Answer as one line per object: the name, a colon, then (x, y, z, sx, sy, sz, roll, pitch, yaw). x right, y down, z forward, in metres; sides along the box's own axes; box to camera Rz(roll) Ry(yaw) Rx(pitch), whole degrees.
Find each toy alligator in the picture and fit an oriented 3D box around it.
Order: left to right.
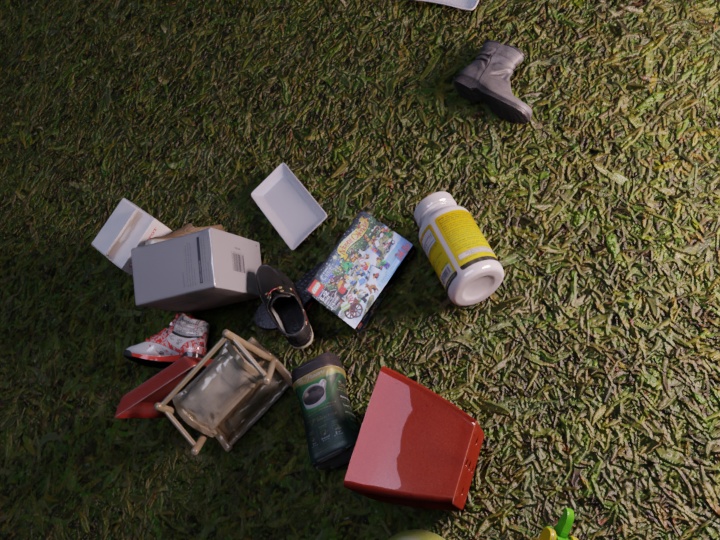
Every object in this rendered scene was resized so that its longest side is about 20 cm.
toy alligator: (0.295, 0.472, 1.310, 0.054, 0.058, 0.205, -24, 49, 66)

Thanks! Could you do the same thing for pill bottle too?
pill bottle: (0.176, -0.045, 1.563, 0.111, 0.112, 0.203, -32, 58, 10)

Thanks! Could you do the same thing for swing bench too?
swing bench: (-0.251, 0.234, 1.598, 0.199, 0.200, 0.130, -45, 76, 1)

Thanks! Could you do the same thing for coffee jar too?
coffee jar: (-0.063, 0.259, 1.567, 0.103, 0.085, 0.204, -27, 59, 17)

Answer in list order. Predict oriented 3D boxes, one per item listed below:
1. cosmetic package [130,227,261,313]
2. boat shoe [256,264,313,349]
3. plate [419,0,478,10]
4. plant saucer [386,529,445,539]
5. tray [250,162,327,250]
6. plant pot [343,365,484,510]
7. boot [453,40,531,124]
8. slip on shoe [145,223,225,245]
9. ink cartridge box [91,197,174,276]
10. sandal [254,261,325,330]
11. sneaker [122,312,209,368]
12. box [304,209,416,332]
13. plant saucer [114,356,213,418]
cosmetic package: (-0.333, 0.007, 1.738, 0.196, 0.199, 0.126, -11, 79, 22)
boat shoe: (-0.155, 0.060, 1.666, 0.073, 0.063, 0.203, -29, 59, -4)
plate: (0.214, -0.669, 1.871, 0.197, 0.032, 0.203, 21, 79, 33)
plant saucer: (0.086, 0.536, 1.400, 0.196, 0.031, 0.205, -11, 63, 22)
tray: (-0.155, -0.139, 1.830, 0.107, 0.022, 0.201, -43, 56, 5)
plant pot: (0.103, 0.301, 1.408, 0.172, 0.200, 0.204, 14, 75, 20)
boot: (0.292, -0.388, 1.687, 0.199, 0.070, 0.132, 38, 83, 30)
slip on shoe: (-0.374, -0.070, 1.811, 0.075, 0.196, 0.062, -24, 74, 51)
ink cartridge box: (-0.479, -0.055, 1.851, 0.124, 0.200, 0.130, 30, 82, 34)
sandal: (-0.127, 0.061, 1.721, 0.198, 0.045, 0.075, -36, 61, -9)
sneaker: (-0.413, 0.149, 1.809, 0.197, 0.067, 0.110, 0, 67, 23)
box: (0.000, 0.000, 1.661, 0.135, 0.038, 0.202, 34, 85, 21)
plant saucer: (-0.365, 0.229, 1.666, 0.198, 0.199, 0.037, -32, 73, 10)
